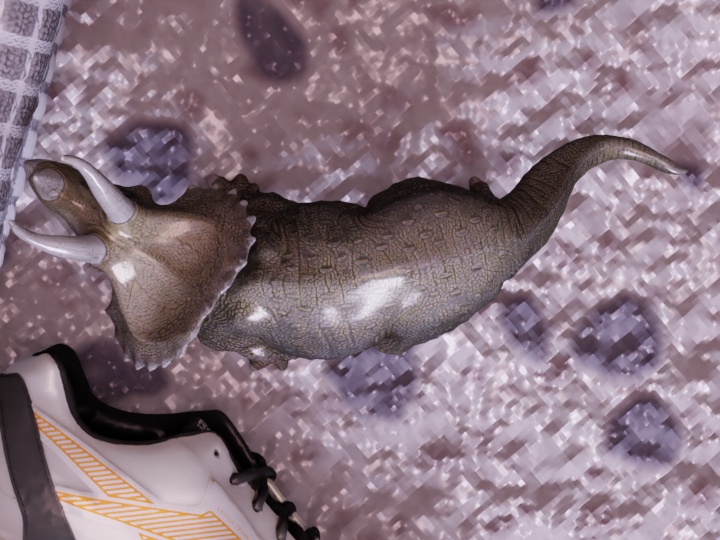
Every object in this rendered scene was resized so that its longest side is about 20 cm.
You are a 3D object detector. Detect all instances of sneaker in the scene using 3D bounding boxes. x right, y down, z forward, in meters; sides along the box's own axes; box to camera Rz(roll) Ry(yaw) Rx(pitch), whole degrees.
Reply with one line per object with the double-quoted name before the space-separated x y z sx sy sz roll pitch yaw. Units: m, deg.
"sneaker" -0.038 0.092 0.833 0.199 0.074 0.080 28 93 -7

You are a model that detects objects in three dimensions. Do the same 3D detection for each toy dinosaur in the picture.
"toy dinosaur" 0.000 0.000 0.808 0.198 0.102 0.078 0 98 -3

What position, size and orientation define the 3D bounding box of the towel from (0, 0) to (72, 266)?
"towel" -0.191 -0.061 0.797 0.199 0.086 0.167 15 96 -5
